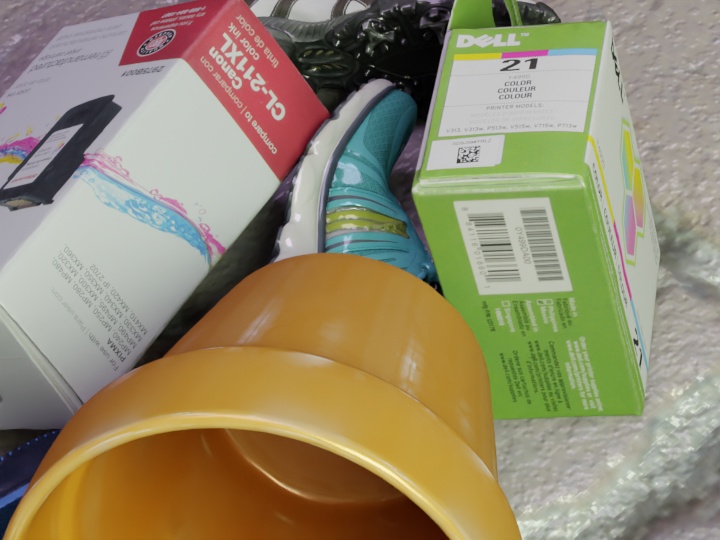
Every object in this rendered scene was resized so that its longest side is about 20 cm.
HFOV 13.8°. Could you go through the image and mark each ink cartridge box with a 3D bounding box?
[{"bbox_3d":[0.087,-0.056,1.307,0.076,0.148,0.200,-2,46,16],"label":"ink cartridge box"},{"bbox_3d":[-0.131,-0.026,1.364,0.146,0.083,0.200,-5,40,49],"label":"ink cartridge box"}]

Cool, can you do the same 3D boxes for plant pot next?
[{"bbox_3d":[-0.024,0.092,1.184,0.200,0.200,0.183,-4,29,15],"label":"plant pot"}]

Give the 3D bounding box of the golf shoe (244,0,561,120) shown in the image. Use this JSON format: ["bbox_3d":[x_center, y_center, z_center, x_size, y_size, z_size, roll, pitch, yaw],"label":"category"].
[{"bbox_3d":[0.003,-0.123,1.455,0.200,0.078,0.095,-4,44,12],"label":"golf shoe"}]

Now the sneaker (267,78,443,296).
[{"bbox_3d":[0.000,0.000,1.352,0.080,0.078,0.200,12,54,4],"label":"sneaker"}]

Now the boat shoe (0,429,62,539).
[{"bbox_3d":[-0.205,0.122,1.274,0.200,0.084,0.069,-32,56,-16],"label":"boat shoe"}]
